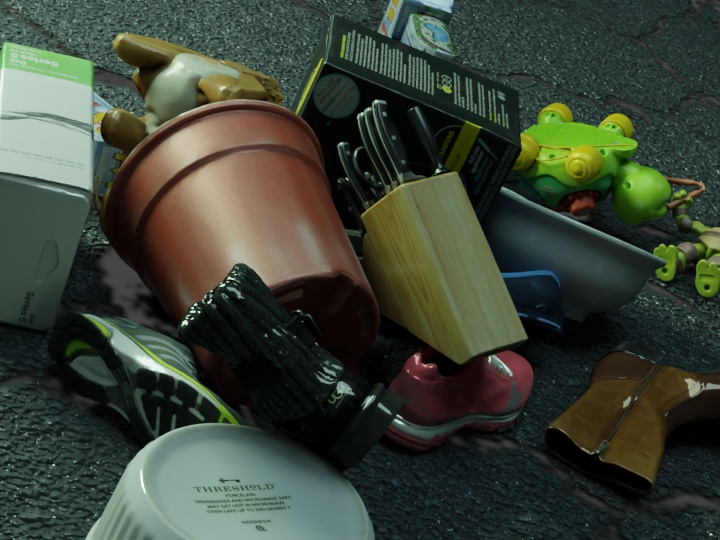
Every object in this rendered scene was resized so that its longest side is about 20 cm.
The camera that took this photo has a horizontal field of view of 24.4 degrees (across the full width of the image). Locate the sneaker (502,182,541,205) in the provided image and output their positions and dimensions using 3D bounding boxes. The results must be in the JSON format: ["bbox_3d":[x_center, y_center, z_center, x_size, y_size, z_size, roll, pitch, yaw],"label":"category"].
[{"bbox_3d":[0.107,-0.103,1.781,0.199,0.076,0.088,19,49,-4],"label":"sneaker"}]

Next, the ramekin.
[{"bbox_3d":[-0.082,0.185,1.105,0.201,0.095,0.203,16,27,-8],"label":"ramekin"}]

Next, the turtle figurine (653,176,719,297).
[{"bbox_3d":[0.391,-0.028,1.882,0.200,0.065,0.161,37,37,19],"label":"turtle figurine"}]

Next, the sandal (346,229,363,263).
[{"bbox_3d":[0.000,-0.001,1.545,0.200,0.080,0.057,19,1,-7],"label":"sandal"}]

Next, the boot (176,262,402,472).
[{"bbox_3d":[-0.062,0.076,1.203,0.158,0.211,0.080,37,69,-3],"label":"boot"}]

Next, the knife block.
[{"bbox_3d":[0.057,-0.041,1.373,0.064,0.177,0.200,-15,32,-34],"label":"knife block"}]

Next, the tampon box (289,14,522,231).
[{"bbox_3d":[0.032,-0.120,1.569,0.199,0.150,0.126,21,28,-8],"label":"tampon box"}]

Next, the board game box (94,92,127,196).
[{"bbox_3d":[-0.301,-0.127,1.587,0.199,0.062,0.200,30,28,20],"label":"board game box"}]

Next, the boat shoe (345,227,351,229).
[{"bbox_3d":[0.013,-0.046,1.655,0.073,0.063,0.201,24,25,13],"label":"boat shoe"}]

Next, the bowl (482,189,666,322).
[{"bbox_3d":[0.193,-0.009,1.643,0.200,0.091,0.201,24,4,-2],"label":"bowl"}]

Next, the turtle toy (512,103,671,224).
[{"bbox_3d":[0.256,-0.112,1.889,0.199,0.102,0.146,14,30,25],"label":"turtle toy"}]

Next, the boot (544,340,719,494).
[{"bbox_3d":[0.278,0.138,1.481,0.188,0.069,0.200,27,28,13],"label":"boot"}]

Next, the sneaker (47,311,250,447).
[{"bbox_3d":[-0.146,0.089,1.275,0.200,0.074,0.081,37,26,26],"label":"sneaker"}]

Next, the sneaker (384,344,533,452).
[{"bbox_3d":[0.095,0.091,1.419,0.074,0.087,0.200,36,30,27],"label":"sneaker"}]

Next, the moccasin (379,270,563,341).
[{"bbox_3d":[0.108,0.043,1.504,0.199,0.080,0.069,-8,75,-27],"label":"moccasin"}]

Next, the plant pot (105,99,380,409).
[{"bbox_3d":[-0.087,-0.002,1.372,0.200,0.201,0.196,2,39,-32],"label":"plant pot"}]

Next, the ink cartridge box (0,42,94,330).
[{"bbox_3d":[-0.276,-0.071,1.376,0.084,0.146,0.200,12,34,-17],"label":"ink cartridge box"}]

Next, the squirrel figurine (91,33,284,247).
[{"bbox_3d":[-0.155,-0.098,1.498,0.141,0.188,0.200,25,13,20],"label":"squirrel figurine"}]

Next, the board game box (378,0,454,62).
[{"bbox_3d":[0.054,-0.242,1.882,0.061,0.201,0.200,14,26,-11],"label":"board game box"}]
